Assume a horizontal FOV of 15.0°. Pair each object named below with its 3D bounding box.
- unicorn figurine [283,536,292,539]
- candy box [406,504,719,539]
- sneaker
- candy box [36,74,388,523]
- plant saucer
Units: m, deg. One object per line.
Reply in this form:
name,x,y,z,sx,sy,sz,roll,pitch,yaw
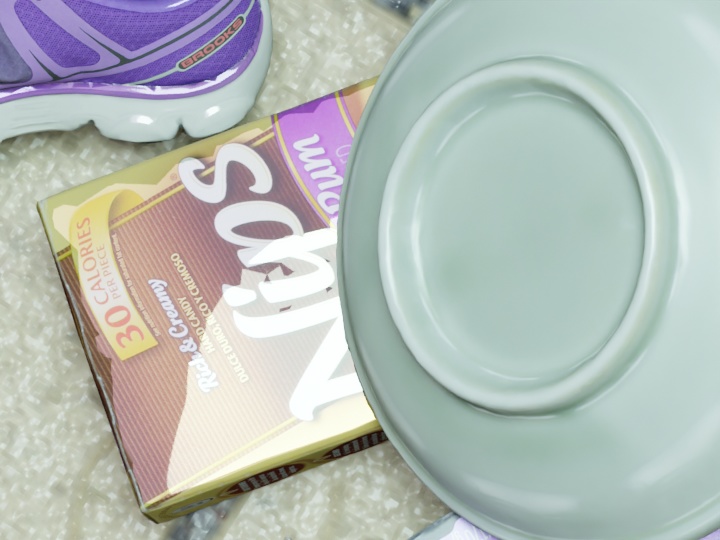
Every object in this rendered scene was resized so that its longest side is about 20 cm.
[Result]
unicorn figurine,-0.044,0.208,0.914,0.137,0.074,0.201,-28,94,-11
candy box,0.108,0.152,0.912,0.167,0.072,0.201,-32,79,-5
sneaker,-0.131,-0.092,0.953,0.198,0.084,0.081,-7,41,-5
candy box,0.000,0.000,0.955,0.199,0.056,0.117,-21,80,-1
plant saucer,0.060,-0.010,0.848,0.199,0.050,0.202,-2,86,39
